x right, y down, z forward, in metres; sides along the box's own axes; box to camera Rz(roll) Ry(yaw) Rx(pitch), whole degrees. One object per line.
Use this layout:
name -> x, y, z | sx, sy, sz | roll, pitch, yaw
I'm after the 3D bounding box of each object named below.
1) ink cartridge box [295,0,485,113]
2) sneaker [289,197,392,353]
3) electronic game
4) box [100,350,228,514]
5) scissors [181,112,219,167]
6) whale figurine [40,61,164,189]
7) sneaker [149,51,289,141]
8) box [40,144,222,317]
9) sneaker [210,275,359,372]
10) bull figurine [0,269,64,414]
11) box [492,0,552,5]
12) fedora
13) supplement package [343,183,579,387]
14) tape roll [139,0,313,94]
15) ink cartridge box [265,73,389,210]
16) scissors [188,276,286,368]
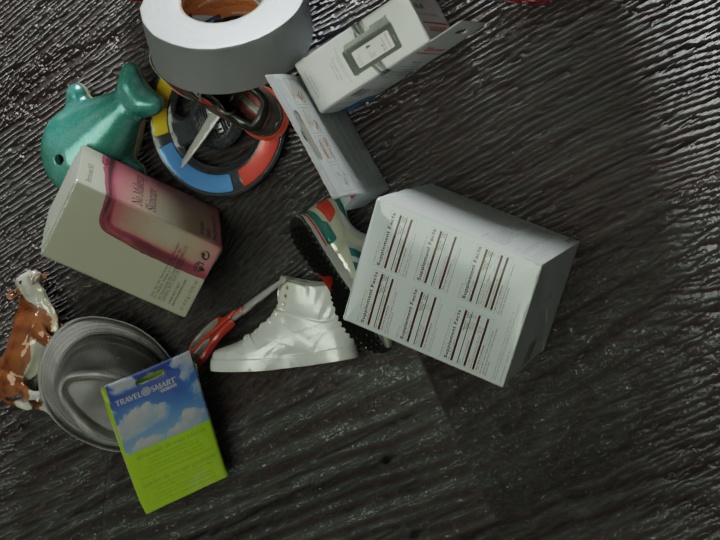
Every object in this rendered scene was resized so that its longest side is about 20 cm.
ink cartridge box -> 0.036, -0.263, 1.500 | 0.198, 0.116, 0.069 | -29, 88, 22
sneaker -> 0.000, 0.000, 1.569 | 0.201, 0.093, 0.070 | 58, 152, -6
electronic game -> -0.181, -0.194, 1.636 | 0.197, 0.042, 0.204 | 3, 98, 21
box -> -0.251, 0.199, 1.645 | 0.048, 0.121, 0.203 | 39, 147, 55
scissors -> -0.160, -0.211, 1.591 | 0.072, 0.014, 0.203 | 22, 96, 13
whale figurine -> -0.335, -0.174, 1.656 | 0.200, 0.103, 0.160 | -41, 82, 33
sneaker -> -0.175, -0.227, 1.540 | 0.198, 0.082, 0.078 | 30, 98, 14
box -> -0.282, -0.050, 1.606 | 0.198, 0.128, 0.110 | 25, 109, -19
sneaker -> -0.103, 0.066, 1.633 | 0.197, 0.074, 0.118 | -9, 90, 15
bull figurine -> -0.443, 0.100, 1.767 | 0.121, 0.065, 0.203 | 31, 111, 29
box -> 0.170, -0.402, 1.437 | 0.098, 0.095, 0.204 | 10, 101, 19
fedora -> -0.330, 0.161, 1.685 | 0.198, 0.090, 0.178 | 32, 100, -11
supplement package -> 0.117, 0.010, 1.466 | 0.198, 0.191, 0.149 | 22, 106, 18
tape roll -> -0.156, -0.296, 1.521 | 0.197, 0.202, 0.067 | 13, 140, 19
ink cartridge box -> -0.049, -0.147, 1.505 | 0.047, 0.200, 0.162 | -30, 86, 20
scissors -> -0.158, 0.053, 1.647 | 0.014, 0.074, 0.200 | 37, 115, -18
